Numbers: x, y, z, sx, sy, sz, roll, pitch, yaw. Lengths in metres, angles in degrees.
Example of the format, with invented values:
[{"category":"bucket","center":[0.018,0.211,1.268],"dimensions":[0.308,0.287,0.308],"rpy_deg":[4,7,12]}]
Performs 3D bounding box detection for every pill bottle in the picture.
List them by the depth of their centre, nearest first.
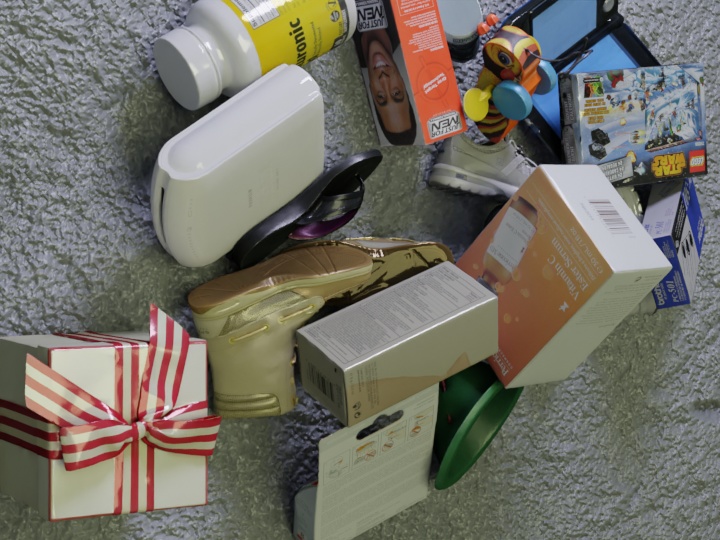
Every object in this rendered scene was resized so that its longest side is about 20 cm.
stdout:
[{"category":"pill bottle","center":[-0.111,-0.246,1.634],"dimensions":[0.200,0.111,0.112],"rpy_deg":[-32,108,-24]}]

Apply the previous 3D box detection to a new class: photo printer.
[{"category":"photo printer","center":[-0.128,-0.100,1.611],"dimensions":[0.200,0.069,0.167],"rpy_deg":[-37,154,-24]}]

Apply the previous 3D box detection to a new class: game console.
[{"category":"game console","center":[0.269,-0.250,1.848],"dimensions":[0.200,0.118,0.171],"rpy_deg":[-39,145,-24]}]

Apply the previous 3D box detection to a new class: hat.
[{"category":"hat","center":[0.080,0.123,1.809],"dimensions":[0.176,0.166,0.200],"rpy_deg":[34,63,18]}]

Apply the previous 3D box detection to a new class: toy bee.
[{"category":"toy bee","center":[0.166,-0.227,1.727],"dimensions":[0.109,0.200,0.131],"rpy_deg":[45,39,0]}]

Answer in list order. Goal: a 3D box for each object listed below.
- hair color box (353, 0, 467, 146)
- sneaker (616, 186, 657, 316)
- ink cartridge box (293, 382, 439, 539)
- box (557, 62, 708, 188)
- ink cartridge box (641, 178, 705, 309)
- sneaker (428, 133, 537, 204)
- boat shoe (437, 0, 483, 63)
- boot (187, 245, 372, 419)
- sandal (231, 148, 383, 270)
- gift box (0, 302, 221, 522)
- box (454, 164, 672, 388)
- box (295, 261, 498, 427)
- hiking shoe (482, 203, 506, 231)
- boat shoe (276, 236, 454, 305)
[{"category":"hair color box","center":[0.046,-0.240,1.732],"dimensions":[0.061,0.101,0.201],"rpy_deg":[-21,102,-27]},{"category":"sneaker","center":[0.302,-0.037,1.911],"dimensions":[0.087,0.075,0.201],"rpy_deg":[-13,86,-1]},{"category":"ink cartridge box","center":[0.004,0.205,1.704],"dimensions":[0.162,0.050,0.200],"rpy_deg":[-25,138,-27]},{"category":"box","center":[0.322,-0.169,1.856],"dimensions":[0.199,0.040,0.137],"rpy_deg":[-8,98,-32]},{"category":"ink cartridge box","center":[0.376,-0.043,1.902],"dimensions":[0.200,0.044,0.094],"rpy_deg":[-59,134,-58]},{"category":"sneaker","center":[0.177,-0.119,1.831],"dimensions":[0.199,0.075,0.082],"rpy_deg":[10,88,-30]},{"category":"boat shoe","center":[0.081,-0.330,1.772],"dimensions":[0.071,0.091,0.201],"rpy_deg":[-19,75,-2]},{"category":"boot","center":[-0.074,0.067,1.669],"dimensions":[0.199,0.073,0.156],"rpy_deg":[-19,118,-18]},{"category":"sandal","center":[-0.048,-0.056,1.684],"dimensions":[0.200,0.075,0.048],"rpy_deg":[-38,76,-17]},{"category":"gift box","center":[-0.254,0.132,1.525],"dimensions":[0.184,0.187,0.201],"rpy_deg":[-7,97,-30]},{"category":"box","center":[0.207,0.006,1.709],"dimensions":[0.106,0.200,0.152],"rpy_deg":[-4,52,-45]},{"category":"box","center":[0.041,0.074,1.652],"dimensions":[0.200,0.095,0.078],"rpy_deg":[-23,128,-25]},{"category":"hiking shoe","center":[0.208,-0.001,1.868],"dimensions":[0.087,0.074,0.200],"rpy_deg":[-46,119,-38]},{"category":"boat shoe","center":[0.000,0.000,1.737],"dimensions":[0.199,0.066,0.074],"rpy_deg":[1,93,-10]}]
